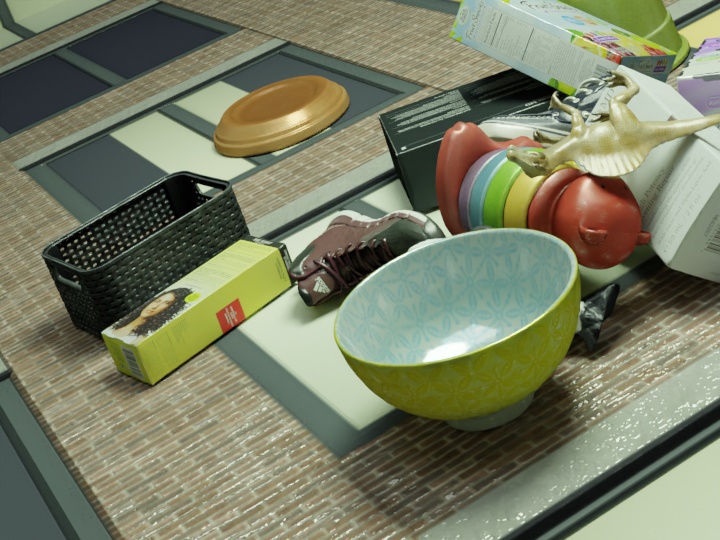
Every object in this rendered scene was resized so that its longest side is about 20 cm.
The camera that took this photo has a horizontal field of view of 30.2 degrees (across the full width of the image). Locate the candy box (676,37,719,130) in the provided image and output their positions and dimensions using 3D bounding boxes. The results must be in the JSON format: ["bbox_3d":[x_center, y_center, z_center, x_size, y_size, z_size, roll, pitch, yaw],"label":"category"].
[{"bbox_3d":[0.409,-0.184,1.303,0.166,0.072,0.200,-2,19,23],"label":"candy box"}]

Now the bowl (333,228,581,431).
[{"bbox_3d":[0.087,0.062,1.063,0.198,0.108,0.201,-16,26,8],"label":"bowl"}]

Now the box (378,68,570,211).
[{"bbox_3d":[0.132,-0.152,1.486,0.198,0.079,0.141,-19,23,1],"label":"box"}]

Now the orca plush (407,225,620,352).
[{"bbox_3d":[0.138,0.011,1.166,0.199,0.106,0.071,2,9,37],"label":"orca plush"}]

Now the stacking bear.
[{"bbox_3d":[0.166,-0.055,1.175,0.121,0.115,0.200,9,8,-33],"label":"stacking bear"}]

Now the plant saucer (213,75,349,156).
[{"bbox_3d":[-0.113,-0.219,1.843,0.198,0.038,0.201,-16,25,8],"label":"plant saucer"}]

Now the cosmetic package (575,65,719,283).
[{"bbox_3d":[0.271,-0.088,1.173,0.074,0.102,0.200,15,25,-30],"label":"cosmetic package"}]

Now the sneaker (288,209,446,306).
[{"bbox_3d":[0.000,0.000,1.305,0.115,0.076,0.199,-39,21,-25],"label":"sneaker"}]

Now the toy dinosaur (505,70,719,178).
[{"bbox_3d":[0.219,-0.116,1.125,0.198,0.058,0.102,-12,44,4],"label":"toy dinosaur"}]

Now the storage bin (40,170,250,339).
[{"bbox_3d":[-0.230,-0.018,1.465,0.199,0.094,0.135,-35,30,-27],"label":"storage bin"}]

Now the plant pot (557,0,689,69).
[{"bbox_3d":[0.279,-0.334,1.610,0.198,0.191,0.200,-16,25,8],"label":"plant pot"}]

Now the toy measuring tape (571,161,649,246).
[{"bbox_3d":[0.220,-0.071,1.261,0.073,0.074,0.200,-29,22,-20],"label":"toy measuring tape"}]

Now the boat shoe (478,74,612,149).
[{"bbox_3d":[0.215,-0.151,1.332,0.198,0.094,0.075,9,-15,-4],"label":"boat shoe"}]

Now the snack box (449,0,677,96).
[{"bbox_3d":[0.224,-0.248,1.466,0.199,0.068,0.168,29,23,25],"label":"snack box"}]

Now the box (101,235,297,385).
[{"bbox_3d":[-0.161,0.036,1.359,0.200,0.050,0.075,-36,30,-31],"label":"box"}]
